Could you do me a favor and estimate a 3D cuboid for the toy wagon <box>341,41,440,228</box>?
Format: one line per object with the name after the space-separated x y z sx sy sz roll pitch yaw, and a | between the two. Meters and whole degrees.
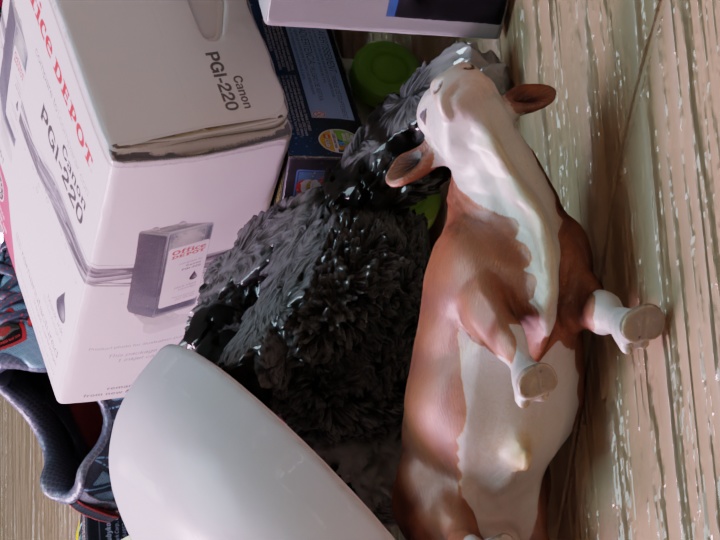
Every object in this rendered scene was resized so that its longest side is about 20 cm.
0.000 0.000 1.205 0.155 0.040 0.200 109 159 -54 | toy wagon

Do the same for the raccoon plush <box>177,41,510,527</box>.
0.025 0.023 1.073 0.200 0.134 0.097 -41 28 22 | raccoon plush

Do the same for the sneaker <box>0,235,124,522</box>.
-0.141 0.022 1.269 0.079 0.095 0.200 -30 78 41 | sneaker

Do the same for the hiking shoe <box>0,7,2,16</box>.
-0.121 -0.197 1.359 0.200 0.101 0.076 -67 26 22 | hiking shoe

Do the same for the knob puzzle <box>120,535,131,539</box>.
-0.071 0.199 1.177 0.030 0.219 0.220 -7 -78 -60 | knob puzzle

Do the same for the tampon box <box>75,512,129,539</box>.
-0.090 0.219 1.378 0.200 0.126 0.150 108 160 -51 | tampon box

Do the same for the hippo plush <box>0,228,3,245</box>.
-0.109 0.020 1.372 0.161 0.159 0.200 -127 29 -61 | hippo plush

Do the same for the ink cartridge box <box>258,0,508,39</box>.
-0.004 -0.167 1.110 0.200 0.099 0.039 -107 22 -51 | ink cartridge box

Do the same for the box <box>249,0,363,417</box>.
-0.037 -0.001 1.194 0.137 0.038 0.200 -107 22 -54 | box

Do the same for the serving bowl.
-0.032 0.124 1.016 0.200 0.066 0.200 45 165 15 | serving bowl

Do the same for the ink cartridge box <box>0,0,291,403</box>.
-0.103 -0.055 1.163 0.200 0.085 0.146 113 141 -54 | ink cartridge box

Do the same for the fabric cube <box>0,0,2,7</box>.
-0.156 -0.180 1.570 0.200 0.196 0.200 152 117 -74 | fabric cube

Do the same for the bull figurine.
0.051 0.029 0.916 0.121 0.065 0.200 -123 31 -58 | bull figurine
